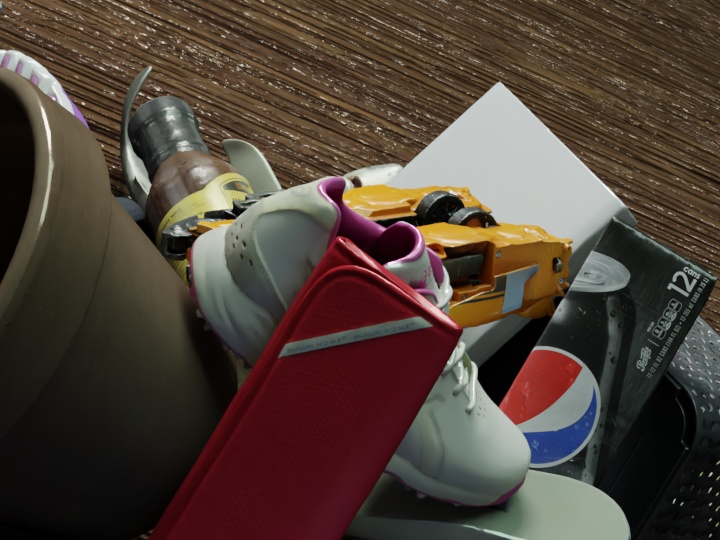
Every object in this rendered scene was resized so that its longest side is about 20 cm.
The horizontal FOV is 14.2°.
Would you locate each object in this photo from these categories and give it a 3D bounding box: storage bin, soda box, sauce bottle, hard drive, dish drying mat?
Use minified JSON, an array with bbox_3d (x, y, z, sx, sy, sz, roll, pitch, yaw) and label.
[{"bbox_3d":[0.129,0.081,1.570,0.093,0.136,0.200,12,25,-41],"label":"storage bin"},{"bbox_3d":[0.102,0.076,1.443,0.063,0.201,0.071,30,-5,7],"label":"soda box"},{"bbox_3d":[-0.082,-0.019,1.592,0.064,0.065,0.201,12,37,-38],"label":"sauce bottle"},{"bbox_3d":[0.038,0.002,1.566,0.132,0.200,0.026,48,0,44],"label":"hard drive"},{"bbox_3d":[-0.035,0.089,1.240,0.077,0.201,0.018,36,11,20],"label":"dish drying mat"}]

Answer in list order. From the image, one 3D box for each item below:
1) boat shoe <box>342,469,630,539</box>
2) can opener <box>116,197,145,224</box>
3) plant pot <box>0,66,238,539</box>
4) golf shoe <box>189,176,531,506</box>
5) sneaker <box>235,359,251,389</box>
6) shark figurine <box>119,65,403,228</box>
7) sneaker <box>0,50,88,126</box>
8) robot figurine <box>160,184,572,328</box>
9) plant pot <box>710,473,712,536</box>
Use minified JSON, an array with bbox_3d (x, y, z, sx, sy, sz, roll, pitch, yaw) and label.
[{"bbox_3d":[0.026,0.125,1.370,0.200,0.072,0.070,15,39,2],"label":"boat shoe"},{"bbox_3d":[-0.159,-0.011,1.518,0.078,0.064,0.200,35,21,11],"label":"can opener"},{"bbox_3d":[-0.152,0.037,1.276,0.174,0.200,0.200,38,10,-39],"label":"plant pot"},{"bbox_3d":[0.017,0.034,1.295,0.200,0.091,0.076,37,29,-27],"label":"golf shoe"},{"bbox_3d":[-0.046,0.085,1.443,0.199,0.085,0.075,9,51,8],"label":"sneaker"},{"bbox_3d":[-0.077,-0.026,1.685,0.214,0.129,0.089,21,-13,34],"label":"shark figurine"},{"bbox_3d":[-0.193,-0.068,1.541,0.088,0.081,0.200,32,-11,-38],"label":"sneaker"},{"bbox_3d":[0.000,0.000,1.447,0.199,0.059,0.145,-9,23,-32],"label":"robot figurine"},{"bbox_3d":[0.333,0.123,1.673,0.177,0.200,0.200,47,18,-7],"label":"plant pot"}]
